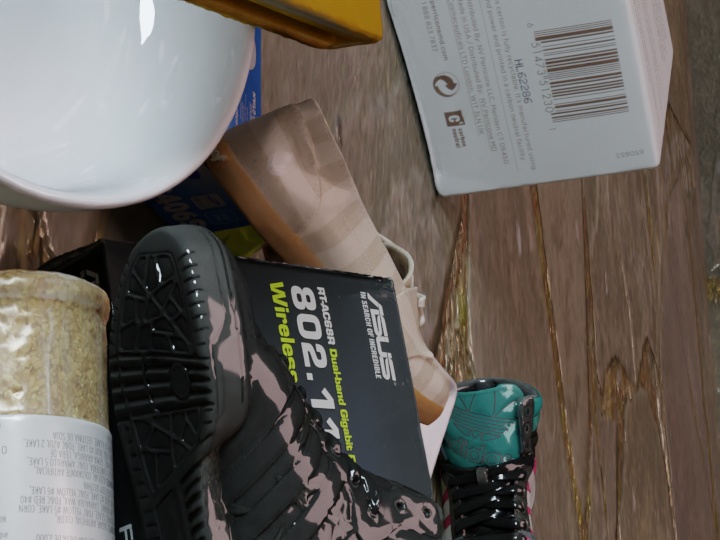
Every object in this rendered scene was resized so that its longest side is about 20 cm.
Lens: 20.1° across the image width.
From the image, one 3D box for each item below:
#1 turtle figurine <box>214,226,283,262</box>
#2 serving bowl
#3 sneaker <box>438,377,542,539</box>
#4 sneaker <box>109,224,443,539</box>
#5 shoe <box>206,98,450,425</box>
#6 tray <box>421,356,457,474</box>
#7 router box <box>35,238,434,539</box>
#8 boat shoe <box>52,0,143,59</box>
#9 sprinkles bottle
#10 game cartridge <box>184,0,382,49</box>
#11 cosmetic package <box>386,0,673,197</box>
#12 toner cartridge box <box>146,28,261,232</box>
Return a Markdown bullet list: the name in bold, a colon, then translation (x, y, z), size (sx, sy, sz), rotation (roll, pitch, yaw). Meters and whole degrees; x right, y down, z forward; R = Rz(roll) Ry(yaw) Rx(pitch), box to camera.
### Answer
- **turtle figurine**: translation (-0.017, 0.027, 1.040), size (0.161, 0.064, 0.201), rotation (36, 48, -69)
- **serving bowl**: translation (-0.124, -0.112, 0.684), size (0.200, 0.066, 0.201), rotation (21, 62, -47)
- **sneaker**: translation (0.080, 0.133, 1.284), size (0.200, 0.083, 0.121), rotation (-87, 167, -59)
- **sneaker**: translation (-0.019, 0.082, 0.681), size (0.104, 0.060, 0.201), rotation (-7, 89, -39)
- **shoe**: translation (0.000, 0.000, 0.908), size (0.070, 0.053, 0.200), rotation (51, -2, 47)
- **tray**: translation (-0.002, 0.132, 1.018), size (0.107, 0.022, 0.201), rotation (52, 53, -62)
- **router box**: translation (-0.042, 0.096, 0.753), size (0.149, 0.062, 0.201), rotation (8, 65, -45)
- **boat shoe**: translation (-0.104, -0.140, 0.823), size (0.074, 0.076, 0.200), rotation (37, 43, -7)
- **sprinkles bottle**: translation (-0.111, 0.103, 0.660), size (0.068, 0.068, 0.201), rotation (40, 44, -67)
- **game cartridge**: translation (-0.035, -0.187, 0.718), size (0.176, 0.032, 0.201), rotation (2, 82, -74)
- **cosmetic package**: translation (0.130, -0.178, 1.479), size (0.200, 0.165, 0.168), rotation (-69, 147, -59)
- **toner cartridge box**: translation (-0.081, -0.127, 0.934), size (0.095, 0.043, 0.201), rotation (47, 37, -60)
